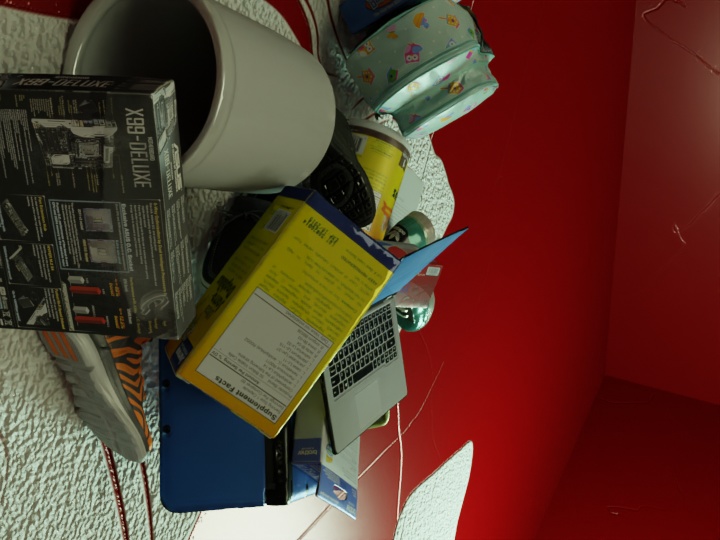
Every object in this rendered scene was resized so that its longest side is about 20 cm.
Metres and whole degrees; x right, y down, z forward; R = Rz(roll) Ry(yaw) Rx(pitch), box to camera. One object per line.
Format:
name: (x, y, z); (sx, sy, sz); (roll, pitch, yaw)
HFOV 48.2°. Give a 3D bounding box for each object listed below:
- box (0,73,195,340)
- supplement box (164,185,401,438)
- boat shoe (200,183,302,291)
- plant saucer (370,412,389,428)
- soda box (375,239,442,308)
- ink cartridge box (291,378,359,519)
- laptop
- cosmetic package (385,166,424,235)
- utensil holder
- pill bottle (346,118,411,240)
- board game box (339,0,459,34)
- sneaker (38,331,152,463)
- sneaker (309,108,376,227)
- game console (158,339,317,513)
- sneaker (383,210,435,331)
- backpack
box: (-0.217, -0.048, 0.626); (0.050, 0.157, 0.201); (-72, 163, -65)
supplement box: (-0.076, 0.033, 0.751); (0.109, 0.109, 0.200); (39, 84, -20)
boat shoe: (-0.121, -0.052, 0.900); (0.062, 0.074, 0.200); (92, 20, -48)
plant saucer: (-0.063, 0.128, 1.019); (0.048, 0.199, 0.201); (-114, -160, -52)
soda box: (0.000, 0.000, 0.975); (0.199, 0.070, 0.064); (5, 114, -39)
ink cartridge box: (-0.033, 0.160, 0.882); (0.119, 0.042, 0.201); (56, 31, -57)
laptop: (0.045, 0.070, 0.861); (0.187, 0.115, 0.201); (-23, 107, -60)
cosmetic package: (0.021, -0.056, 1.176); (0.101, 0.071, 0.201); (29, 77, -63)
utensil holder: (-0.134, -0.155, 0.733); (0.200, 0.169, 0.171); (-2, 104, -63)
pill bottle: (-0.011, -0.089, 1.060); (0.109, 0.109, 0.201); (37, 70, -61)
board game box: (0.086, -0.375, 1.073); (0.200, 0.152, 0.045); (-31, 98, -55)
sneaker: (-0.220, 0.088, 0.775); (0.112, 0.077, 0.201); (-49, 142, -41)
sneaker: (-0.032, -0.146, 0.973); (0.201, 0.076, 0.091); (62, 31, -14)
game console: (-0.122, 0.146, 0.864); (0.171, 0.118, 0.201); (24, 63, -72)
sneaker: (0.056, 0.014, 1.135); (0.080, 0.071, 0.201); (-31, 136, -33)
backpack: (0.081, -0.262, 1.044); (0.154, 0.175, 0.200); (65, 19, 7)
